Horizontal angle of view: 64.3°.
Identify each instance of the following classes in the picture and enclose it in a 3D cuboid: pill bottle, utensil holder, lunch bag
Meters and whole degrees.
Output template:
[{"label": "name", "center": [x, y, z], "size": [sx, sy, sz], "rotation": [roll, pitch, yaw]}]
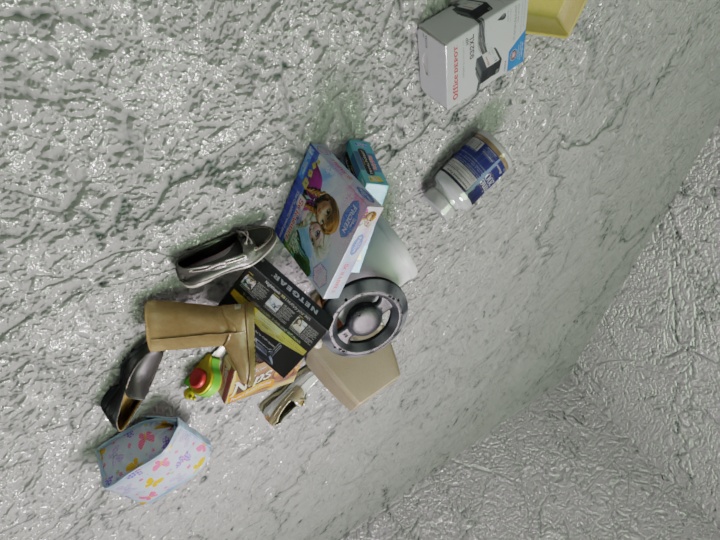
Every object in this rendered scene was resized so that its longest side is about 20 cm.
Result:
[{"label": "pill bottle", "center": [0.242, -0.213, 1.320], "size": [0.200, 0.111, 0.111], "rotation": [-45, 148, 4]}, {"label": "utensil holder", "center": [0.000, 0.000, 1.254], "size": [0.199, 0.171, 0.171], "rotation": [-37, 147, -4]}, {"label": "lunch bag", "center": [-0.452, 0.410, 1.281], "size": [0.197, 0.128, 0.171], "rotation": [-29, 144, -2]}]

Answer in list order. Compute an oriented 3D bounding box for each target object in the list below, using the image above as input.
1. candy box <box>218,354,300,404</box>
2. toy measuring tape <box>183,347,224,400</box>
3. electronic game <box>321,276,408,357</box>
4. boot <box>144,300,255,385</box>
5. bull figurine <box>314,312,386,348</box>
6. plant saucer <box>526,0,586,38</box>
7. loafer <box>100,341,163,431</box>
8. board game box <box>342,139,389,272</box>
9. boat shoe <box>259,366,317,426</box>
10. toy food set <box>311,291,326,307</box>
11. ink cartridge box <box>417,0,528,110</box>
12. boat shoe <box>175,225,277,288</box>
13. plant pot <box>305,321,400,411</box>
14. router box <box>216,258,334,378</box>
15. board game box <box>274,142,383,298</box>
[{"label": "candy box", "center": [-0.237, 0.237, 1.373], "size": [0.197, 0.055, 0.117], "rotation": [-10, 135, -40]}, {"label": "toy measuring tape", "center": [-0.313, 0.214, 1.253], "size": [0.200, 0.074, 0.073], "rotation": [-46, 147, 6]}, {"label": "electronic game", "center": [0.007, 0.099, 1.189], "size": [0.195, 0.042, 0.204], "rotation": [-10, 126, -14]}, {"label": "boot", "center": [-0.297, 0.137, 1.083], "size": [0.195, 0.066, 0.180], "rotation": [-2, 104, -11]}, {"label": "bull figurine", "center": [-0.026, 0.117, 1.328], "size": [0.200, 0.121, 0.066], "rotation": [-43, 144, -12]}, {"label": "plant saucer", "center": [0.388, -0.571, 1.125], "size": [0.197, 0.049, 0.203], "rotation": [-12, 137, -38]}, {"label": "loafer", "center": [-0.438, 0.227, 1.129], "size": [0.072, 0.072, 0.202], "rotation": [10, 120, -50]}, {"label": "board game box", "center": [-0.013, -0.123, 1.109], "size": [0.046, 0.153, 0.203], "rotation": [3, 130, -20]}, {"label": "boat shoe", "center": [-0.175, 0.337, 1.543], "size": [0.199, 0.069, 0.075], "rotation": [-41, 148, -4]}, {"label": "toy food set", "center": [-0.028, 0.076, 1.409], "size": [0.198, 0.061, 0.145], "rotation": [-32, 146, -18]}, {"label": "ink cartridge box", "center": [0.210, -0.422, 1.071], "size": [0.198, 0.084, 0.146], "rotation": [-34, 147, -13]}, {"label": "boat shoe", "center": [-0.243, -0.034, 1.047], "size": [0.197, 0.067, 0.057], "rotation": [-29, 150, -15]}, {"label": "plant pot", "center": [-0.009, 0.239, 1.453], "size": [0.198, 0.179, 0.200], "rotation": [-30, 167, -17]}, {"label": "router box", "center": [-0.175, 0.093, 1.134], "size": [0.157, 0.199, 0.052], "rotation": [-45, -172, 26]}, {"label": "board game box", "center": [-0.066, -0.091, 1.047], "size": [0.041, 0.200, 0.202], "rotation": [-3, 130, -43]}]
